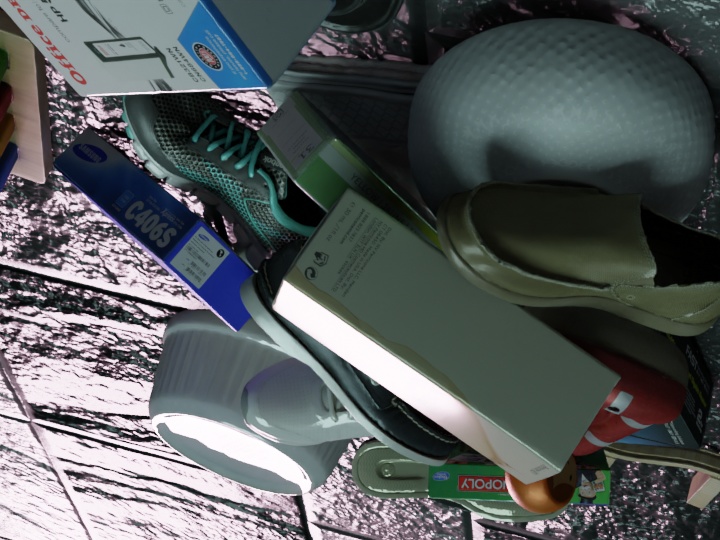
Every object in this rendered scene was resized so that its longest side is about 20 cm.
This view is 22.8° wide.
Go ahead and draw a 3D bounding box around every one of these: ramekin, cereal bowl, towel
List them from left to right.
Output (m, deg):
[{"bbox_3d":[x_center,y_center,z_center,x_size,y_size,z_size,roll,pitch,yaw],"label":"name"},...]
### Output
[{"bbox_3d":[-0.098,0.124,1.590,0.202,0.094,0.203,19,156,9],"label":"ramekin"},{"bbox_3d":[0.045,-0.076,1.252,0.199,0.032,0.191,7,148,25],"label":"towel"},{"bbox_3d":[0.126,-0.062,1.127,0.199,0.084,0.200,4,146,2],"label":"cereal bowl"}]

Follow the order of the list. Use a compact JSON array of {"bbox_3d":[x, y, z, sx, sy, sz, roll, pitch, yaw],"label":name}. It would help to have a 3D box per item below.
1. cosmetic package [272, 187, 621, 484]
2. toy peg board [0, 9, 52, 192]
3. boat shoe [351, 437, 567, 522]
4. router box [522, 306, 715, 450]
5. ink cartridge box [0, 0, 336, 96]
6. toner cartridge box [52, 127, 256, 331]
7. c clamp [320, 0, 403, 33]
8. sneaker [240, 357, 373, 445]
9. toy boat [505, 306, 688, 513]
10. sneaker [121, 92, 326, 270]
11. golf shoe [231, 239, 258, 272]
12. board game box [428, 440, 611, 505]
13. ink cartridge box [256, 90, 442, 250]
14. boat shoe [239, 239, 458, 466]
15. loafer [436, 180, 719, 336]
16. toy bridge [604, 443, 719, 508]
[{"bbox_3d":[0.049,0.043,1.093,0.200,0.073,0.104,35,167,2],"label":"cosmetic package"},{"bbox_3d":[-0.349,-0.125,1.358,0.199,0.098,0.199,20,150,4],"label":"toy peg board"},{"bbox_3d":[0.095,0.184,1.635,0.199,0.072,0.068,8,-175,9],"label":"boat shoe"},{"bbox_3d":[0.170,0.064,1.352,0.149,0.062,0.200,2,151,28],"label":"router box"},{"bbox_3d":[-0.137,-0.185,1.093,0.200,0.084,0.146,2,141,47],"label":"ink cartridge box"},{"bbox_3d":[-0.151,-0.033,1.336,0.200,0.043,0.095,37,171,49],"label":"toner cartridge box"},{"bbox_3d":[-0.039,-0.220,1.080,0.170,0.027,0.200,16,149,0],"label":"c clamp"},{"bbox_3d":[0.009,0.093,1.358,0.200,0.071,0.080,0,168,-15],"label":"sneaker"},{"bbox_3d":[0.135,0.104,1.228,0.130,0.131,0.200,23,154,-14],"label":"toy boat"},{"bbox_3d":[-0.080,-0.076,1.271,0.200,0.078,0.091,42,147,-19],"label":"sneaker"},{"bbox_3d":[0.000,0.000,1.375,0.200,0.079,0.097,26,146,-27],"label":"golf shoe"},{"bbox_3d":[0.124,0.150,1.396,0.134,0.029,0.200,2,-177,5],"label":"board game box"},{"bbox_3d":[0.018,-0.030,1.156,0.145,0.048,0.200,42,-174,-28],"label":"ink cartridge box"},{"bbox_3d":[0.005,0.060,1.265,0.200,0.076,0.060,40,114,-17],"label":"boat shoe"},{"bbox_3d":[0.140,-0.017,1.059,0.199,0.076,0.067,11,144,-23],"label":"loafer"},{"bbox_3d":[0.298,0.179,1.515,0.199,0.027,0.067,21,150,1],"label":"toy bridge"}]
